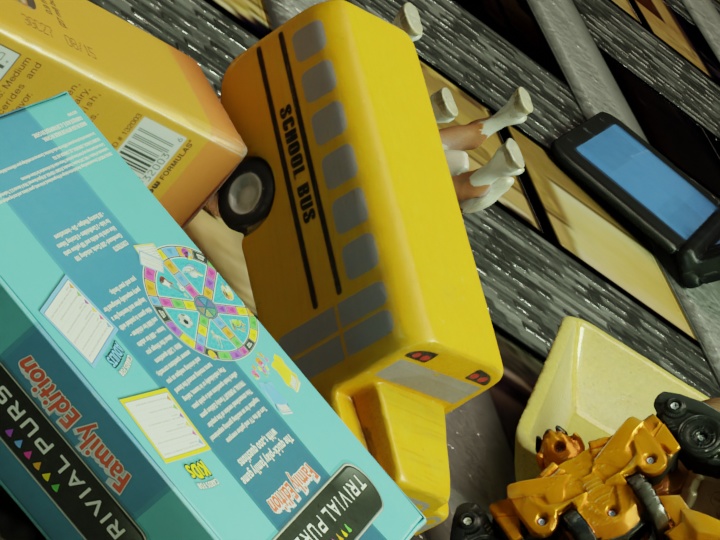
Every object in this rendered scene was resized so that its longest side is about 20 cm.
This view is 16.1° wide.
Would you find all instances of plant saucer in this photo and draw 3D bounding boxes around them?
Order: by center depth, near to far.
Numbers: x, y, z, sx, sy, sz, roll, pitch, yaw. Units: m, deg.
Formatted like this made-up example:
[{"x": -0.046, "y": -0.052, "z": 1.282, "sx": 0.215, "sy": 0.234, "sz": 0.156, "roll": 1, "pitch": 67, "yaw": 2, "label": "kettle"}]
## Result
[{"x": 0.154, "y": 0.114, "z": 1.142, "sx": 0.200, "sy": 0.049, "sz": 0.200, "roll": 33, "pitch": 18, "yaw": 2, "label": "plant saucer"}]

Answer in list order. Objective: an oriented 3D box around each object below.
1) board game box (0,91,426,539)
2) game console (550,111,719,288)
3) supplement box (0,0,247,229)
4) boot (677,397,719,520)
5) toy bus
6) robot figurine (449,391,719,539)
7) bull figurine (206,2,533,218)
[{"x": -0.074, "y": 0.040, "z": 0.838, "sx": 0.200, "sy": 0.047, "sz": 0.151, "roll": 50, "pitch": 18, "yaw": 1, "label": "board game box"}, {"x": 0.239, "y": -0.065, "z": 1.667, "sx": 0.200, "sy": 0.175, "sz": 0.117, "roll": -34, "pitch": 106, "yaw": -71, "label": "game console"}, {"x": -0.140, "y": -0.076, "z": 0.965, "sx": 0.200, "sy": 0.069, "sz": 0.067, "roll": 29, "pitch": 22, "yaw": -42, "label": "supplement box"}, {"x": 0.219, "y": 0.115, "z": 1.046, "sx": 0.166, "sy": 0.072, "sz": 0.200, "roll": 5, "pitch": 28, "yaw": -49, "label": "boot"}, {"x": 0.000, "y": 0.000, "z": 0.998, "sx": 0.065, "sy": 0.078, "sz": 0.200, "roll": 24, "pitch": 44, "yaw": -48, "label": "toy bus"}, {"x": 0.120, "y": 0.139, "z": 0.951, "sx": 0.200, "sy": 0.145, "sz": 0.058, "roll": 56, "pitch": -12, "yaw": 35, "label": "robot figurine"}, {"x": -0.004, "y": -0.059, "z": 1.145, "sx": 0.200, "sy": 0.121, "sz": 0.065, "roll": 21, "pitch": 51, "yaw": -60, "label": "bull figurine"}]
